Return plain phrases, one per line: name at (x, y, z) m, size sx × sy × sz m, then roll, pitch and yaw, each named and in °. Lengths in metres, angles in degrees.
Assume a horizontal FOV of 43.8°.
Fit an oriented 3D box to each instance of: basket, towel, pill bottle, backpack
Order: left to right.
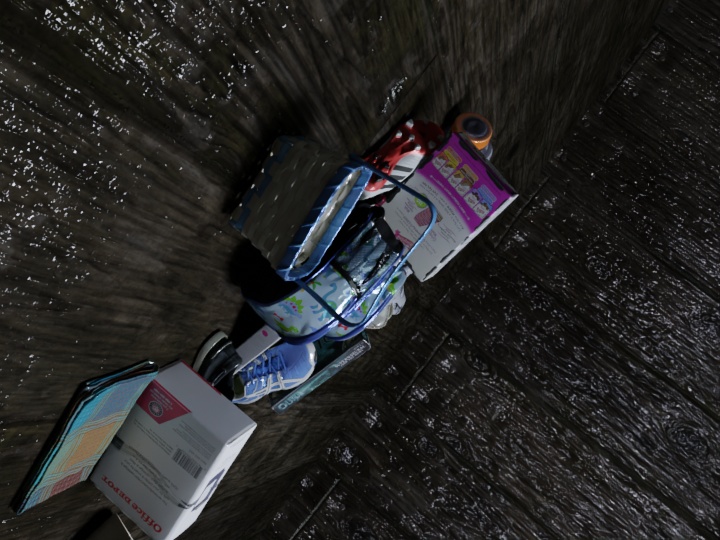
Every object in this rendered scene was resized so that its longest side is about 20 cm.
towel at (-0.335, 0.203, 1.103) m, size 0.200 × 0.022 × 0.147 m, roll -56°, pitch 167°, yaw 17°
backpack at (-0.047, 0.011, 1.220) m, size 0.200 × 0.147 × 0.183 m, roll -43°, pitch -156°, yaw -14°
basket at (-0.033, -0.057, 1.039) m, size 0.177 × 0.200 × 0.139 m, roll -54°, pitch 168°, yaw 14°
pill bottle at (0.181, -0.202, 1.669) m, size 0.106 × 0.106 × 0.200 m, roll -44°, pitch 166°, yaw -33°

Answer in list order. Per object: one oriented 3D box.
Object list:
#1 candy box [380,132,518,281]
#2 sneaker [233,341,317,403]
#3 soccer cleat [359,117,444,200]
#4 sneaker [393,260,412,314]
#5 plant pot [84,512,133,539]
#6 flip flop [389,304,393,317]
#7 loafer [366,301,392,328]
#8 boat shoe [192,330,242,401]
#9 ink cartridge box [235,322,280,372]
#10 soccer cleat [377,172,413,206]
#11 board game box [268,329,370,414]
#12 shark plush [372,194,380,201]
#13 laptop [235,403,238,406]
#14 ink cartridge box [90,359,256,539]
candy box at (0.128, -0.099, 1.406) m, size 0.200 × 0.137 × 0.061 m, roll -44°, pitch 170°, yaw 22°
sneaker at (-0.154, 0.171, 1.462) m, size 0.200 × 0.076 × 0.077 m, roll -34°, pitch 167°, yaw 25°
soccer cleat at (0.053, -0.169, 1.390) m, size 0.200 × 0.069 × 0.085 m, roll -41°, pitch 173°, yaw -33°
sneaker at (0.060, 0.014, 1.613) m, size 0.115 × 0.075 × 0.200 m, roll -50°, pitch 162°, yaw 11°
plant pot at (-0.416, 0.512, 1.384) m, size 0.200 × 0.188 × 0.188 m, roll -32°, pitch 161°, yaw -21°
flip flop at (0.000, 0.000, 1.411) m, size 0.081 × 0.201 × 0.058 m, roll -25°, pitch -158°, yaw -18°
loafer at (0.016, -0.003, 1.348) m, size 0.072 × 0.063 × 0.201 m, roll -17°, pitch 107°, yaw -31°
boat shoe at (-0.218, 0.174, 1.348) m, size 0.074 × 0.066 × 0.200 m, roll -39°, pitch 163°, yaw -48°
ink cartridge box at (-0.132, 0.092, 1.371) m, size 0.200 × 0.037 × 0.095 m, roll -35°, pitch -176°, yaw 46°
soccer cleat at (0.073, -0.141, 1.520) m, size 0.086 × 0.070 × 0.200 m, roll -45°, pitch 166°, yaw -30°
board game box at (-0.080, 0.138, 1.528) m, size 0.200 × 0.135 × 0.028 m, roll -38°, pitch 127°, yaw 11°
shark plush at (-0.039, -0.049, 1.469) m, size 0.083 × 0.090 × 0.201 m, roll -134°, pitch -115°, yaw -77°
laptop at (-0.301, 0.302, 1.553) m, size 0.177 × 0.103 × 0.201 m, roll -34°, pitch 133°, yaw -57°
ink cartridge box at (-0.258, 0.249, 1.226) m, size 0.200 × 0.145 × 0.084 m, roll -57°, pitch 167°, yaw 22°
